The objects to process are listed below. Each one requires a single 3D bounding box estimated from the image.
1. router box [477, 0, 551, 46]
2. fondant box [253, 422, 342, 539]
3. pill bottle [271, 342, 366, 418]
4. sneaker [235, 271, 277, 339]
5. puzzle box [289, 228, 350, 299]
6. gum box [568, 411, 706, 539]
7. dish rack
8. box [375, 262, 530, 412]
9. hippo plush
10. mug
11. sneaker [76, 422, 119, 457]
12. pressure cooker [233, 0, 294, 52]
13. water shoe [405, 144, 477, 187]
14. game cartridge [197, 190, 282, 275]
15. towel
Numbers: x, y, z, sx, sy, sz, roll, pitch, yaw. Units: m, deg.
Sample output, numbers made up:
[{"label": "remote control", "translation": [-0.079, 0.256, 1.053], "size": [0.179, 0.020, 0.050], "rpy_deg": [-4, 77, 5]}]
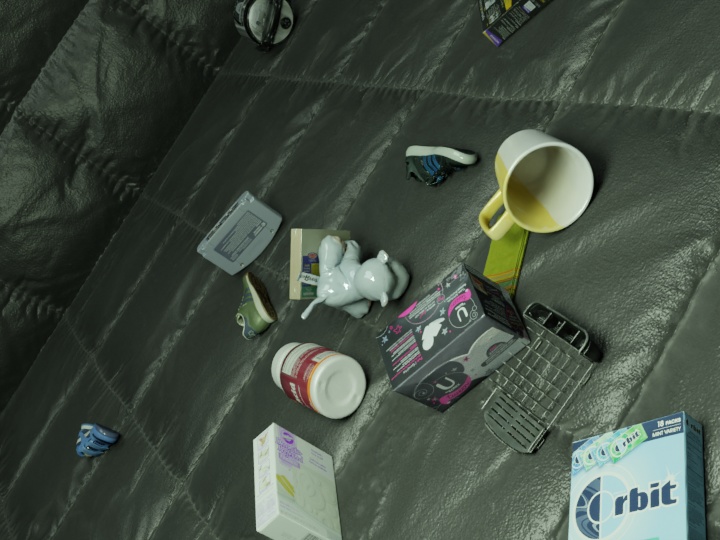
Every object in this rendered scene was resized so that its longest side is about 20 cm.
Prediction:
[{"label": "router box", "translation": [0.323, -0.591, 2.108], "size": [0.157, 0.052, 0.202], "rpy_deg": [-37, 34, 31]}, {"label": "fondant box", "translation": [-0.108, 0.373, 1.678], "size": [0.058, 0.144, 0.201], "rpy_deg": [-42, 31, 21]}, {"label": "pill bottle", "translation": [-0.084, 0.199, 1.853], "size": [0.199, 0.114, 0.115], "rpy_deg": [12, 70, 60]}, {"label": "sneaker", "translation": [-0.256, 0.084, 2.279], "size": [0.090, 0.067, 0.201], "rpy_deg": [-44, 33, 8]}, {"label": "puzzle box", "translation": [-0.077, -0.014, 1.948], "size": [0.025, 0.199, 0.136], "rpy_deg": [3, 92, 27]}, {"label": "gum box", "translation": [0.331, 0.287, 1.201], "size": [0.169, 0.044, 0.202], "rpy_deg": [-27, 39, 42]}, {"label": "dish rack", "translation": [0.251, 0.159, 1.446], "size": [0.201, 0.054, 0.153], "rpy_deg": [-55, 28, 2]}, {"label": "box", "translation": [0.145, 0.111, 1.566], "size": [0.199, 0.131, 0.116], "rpy_deg": [-41, 44, 24]}, {"label": "hippo plush", "translation": [0.000, 0.000, 1.869], "size": [0.159, 0.198, 0.162], "rpy_deg": [-15, 78, 36]}, {"label": "mug", "translation": [0.272, -0.155, 1.638], "size": [0.184, 0.151, 0.154], "rpy_deg": [-18, 26, 1]}, {"label": "sneaker", "translation": [-0.680, 0.441, 2.561], "size": [0.199, 0.073, 0.083], "rpy_deg": [-20, 46, 58]}, {"label": "pressure cooker", "translation": [-0.301, -0.805, 3.157], "size": [0.177, 0.178, 0.200], "rpy_deg": [-33, 28, -10]}, {"label": "water shoe", "translation": [0.160, -0.204, 1.966], "size": [0.199, 0.070, 0.080], "rpy_deg": [15, 100, 59]}, {"label": "game cartridge", "translation": [-0.291, -0.087, 2.442], "size": [0.200, 0.133, 0.041], "rpy_deg": [-46, 29, 14]}, {"label": "towel", "translation": [0.241, -0.019, 1.683], "size": [0.085, 0.018, 0.203], "rpy_deg": [-17, 47, 48]}]
